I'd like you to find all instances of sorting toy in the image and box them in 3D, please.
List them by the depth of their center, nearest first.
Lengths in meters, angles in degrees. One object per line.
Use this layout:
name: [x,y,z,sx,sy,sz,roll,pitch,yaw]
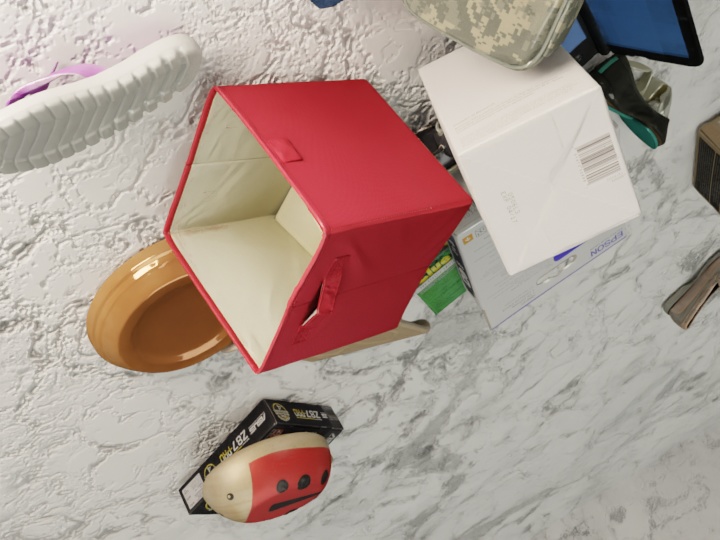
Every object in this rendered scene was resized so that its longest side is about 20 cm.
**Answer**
sorting toy: [-0.040,0.070,1.054,0.182,0.037,0.198,-17,163,33]

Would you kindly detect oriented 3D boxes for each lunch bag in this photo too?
lunch bag: [0.134,-0.275,0.690,0.168,0.138,0.203,-44,159,-51]

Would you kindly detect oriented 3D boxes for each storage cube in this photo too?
storage cube: [-0.042,-0.049,0.795,0.177,0.201,0.173,-13,144,-41]

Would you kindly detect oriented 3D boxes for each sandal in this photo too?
sandal: [-0.210,-0.130,0.666,0.201,0.050,0.083,-31,167,-31]

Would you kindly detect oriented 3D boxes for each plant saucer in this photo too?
plant saucer: [-0.184,0.042,0.933,0.197,0.038,0.202,-24,148,-16]

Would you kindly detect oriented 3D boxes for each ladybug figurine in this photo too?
ladybug figurine: [-0.115,0.283,1.203,0.197,0.072,0.137,-11,140,-34]

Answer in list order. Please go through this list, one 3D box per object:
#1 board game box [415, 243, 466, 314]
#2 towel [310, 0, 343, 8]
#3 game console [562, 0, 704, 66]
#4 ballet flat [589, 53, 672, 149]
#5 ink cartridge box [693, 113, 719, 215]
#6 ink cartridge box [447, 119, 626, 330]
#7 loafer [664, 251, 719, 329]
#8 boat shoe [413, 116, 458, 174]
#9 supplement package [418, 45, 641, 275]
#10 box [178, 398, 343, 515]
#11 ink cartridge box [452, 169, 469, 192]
board game box: [0.139,-0.037,0.979,0.199,0.024,0.105,-39,149,5]
towel: [-0.040,-0.271,0.627,0.111,0.049,0.199,-40,149,12]
game console: [0.219,-0.222,0.873,0.170,0.119,0.199,-41,148,11]
ballet flat: [0.333,-0.202,1.063,0.198,0.068,0.069,16,116,-53]
ink cartridge box: [0.591,-0.195,1.309,0.198,0.076,0.165,-34,150,1]
ink cartridge box: [0.190,-0.047,0.950,0.196,0.044,0.201,-34,144,-3]
loafer: [0.668,0.029,1.700,0.071,0.063,0.200,12,126,-50]
boat shoe: [0.100,-0.152,0.901,0.197,0.074,0.063,-26,134,12]
supplement package: [0.137,-0.116,0.764,0.118,0.201,0.122,-25,121,8]
box: [-0.140,0.269,1.275,0.200,0.049,0.160,-47,148,17]
ink cartridge box: [0.137,-0.073,1.032,0.198,0.085,0.147,9,128,-48]
